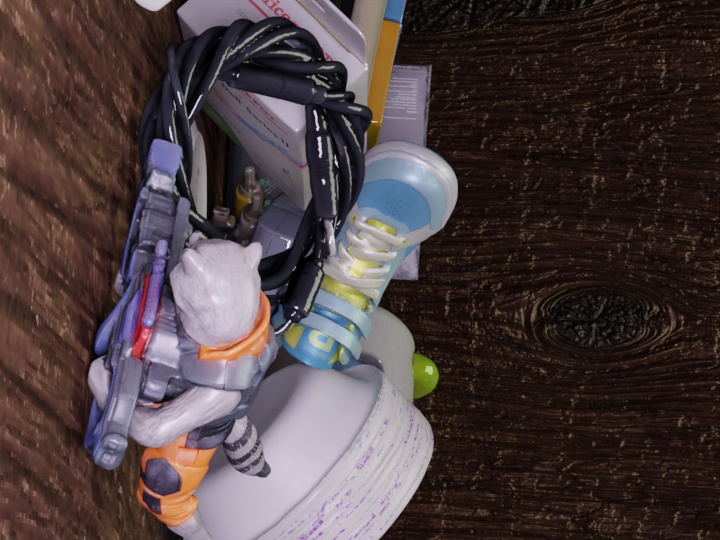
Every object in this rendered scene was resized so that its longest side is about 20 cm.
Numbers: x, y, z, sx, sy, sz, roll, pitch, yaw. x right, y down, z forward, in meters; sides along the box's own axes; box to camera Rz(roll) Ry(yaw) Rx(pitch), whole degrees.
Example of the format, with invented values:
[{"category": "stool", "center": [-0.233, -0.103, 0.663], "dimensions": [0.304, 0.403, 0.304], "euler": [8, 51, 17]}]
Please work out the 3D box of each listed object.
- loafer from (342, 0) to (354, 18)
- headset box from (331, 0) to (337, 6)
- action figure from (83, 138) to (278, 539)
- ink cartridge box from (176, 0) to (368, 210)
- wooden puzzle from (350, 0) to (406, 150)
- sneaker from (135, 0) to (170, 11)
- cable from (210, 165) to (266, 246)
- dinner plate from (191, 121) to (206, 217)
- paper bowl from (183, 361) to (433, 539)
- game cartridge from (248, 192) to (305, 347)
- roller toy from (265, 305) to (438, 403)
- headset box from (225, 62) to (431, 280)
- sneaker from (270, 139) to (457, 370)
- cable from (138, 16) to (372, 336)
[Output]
[{"category": "loafer", "center": [-0.045, -0.191, 1.453], "dimensions": [0.200, 0.071, 0.063], "euler": [-51, -143, 46]}, {"category": "headset box", "center": [-0.054, -0.274, 1.287], "dimensions": [0.200, 0.092, 0.176], "euler": [94, 0, -78]}, {"category": "action figure", "center": [-0.081, 0.036, 0.923], "dimensions": [0.194, 0.104, 0.201], "euler": [109, -11, -56]}, {"category": "ink cartridge box", "center": [-0.056, -0.129, 1.184], "dimensions": [0.067, 0.117, 0.200], "euler": [-43, 168, -12]}, {"category": "wooden puzzle", "center": [0.008, -0.146, 1.417], "dimensions": [0.200, 0.037, 0.187], "euler": [93, 7, -68]}, {"category": "sneaker", "center": [-0.046, -0.183, 0.856], "dimensions": [0.199, 0.070, 0.094], "euler": [-19, -128, 46]}, {"category": "cable", "center": [-0.095, 0.005, 1.463], "dimensions": [0.200, 0.050, 0.098], "euler": [89, 6, -61]}, {"category": "dinner plate", "center": [-0.113, -0.019, 1.119], "dimensions": [0.200, 0.024, 0.202], "euler": [-177, -90, -90]}, {"category": "paper bowl", "center": [-0.051, 0.148, 1.337], "dimensions": [0.104, 0.200, 0.201], "euler": [47, 17, -16]}, {"category": "game cartridge", "center": [-0.067, 0.006, 1.402], "dimensions": [0.200, 0.041, 0.134], "euler": [-43, 157, -82]}, {"category": "roller toy", "center": [-0.035, 0.128, 1.930], "dimensions": [0.182, 0.199, 0.141], "euler": [39, 44, -44]}, {"category": "headset box", "center": [-0.028, -0.083, 1.589], "dimensions": [0.093, 0.172, 0.202], "euler": [-65, 157, -87]}, {"category": "sneaker", "center": [0.000, 0.000, 1.293], "dimensions": [0.131, 0.079, 0.200], "euler": [-66, -174, -31]}, {"category": "cable", "center": [-0.055, -0.063, 1.046], "dimensions": [0.164, 0.051, 0.200], "euler": [-54, 139, -20]}]
